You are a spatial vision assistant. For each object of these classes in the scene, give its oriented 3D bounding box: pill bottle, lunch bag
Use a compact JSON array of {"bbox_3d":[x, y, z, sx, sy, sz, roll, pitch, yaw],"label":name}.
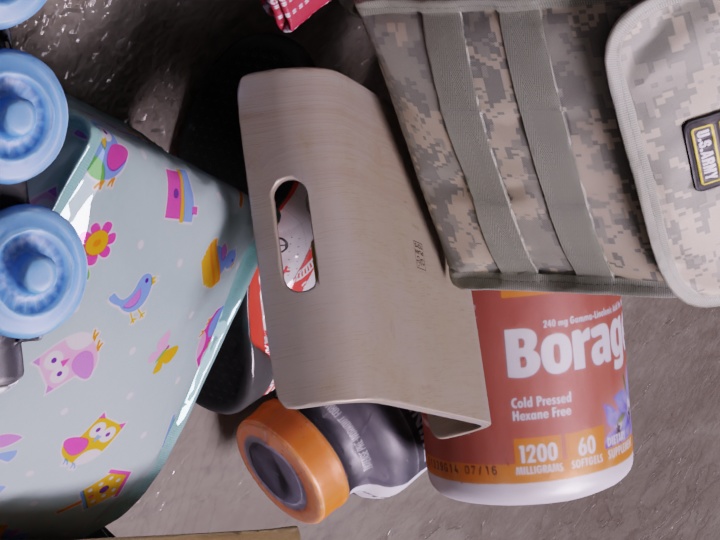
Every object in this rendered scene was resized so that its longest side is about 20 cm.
[{"bbox_3d":[0.022,0.059,1.135,0.200,0.106,0.106,-38,148,-27],"label":"pill bottle"},{"bbox_3d":[0.122,-0.077,0.859,0.118,0.199,0.165,-58,139,-41],"label":"lunch bag"},{"bbox_3d":[0.081,0.014,1.039,0.112,0.112,0.201,-16,103,-49],"label":"pill bottle"},{"bbox_3d":[-0.148,0.026,0.831,0.201,0.122,0.170,-62,152,3],"label":"lunch bag"}]

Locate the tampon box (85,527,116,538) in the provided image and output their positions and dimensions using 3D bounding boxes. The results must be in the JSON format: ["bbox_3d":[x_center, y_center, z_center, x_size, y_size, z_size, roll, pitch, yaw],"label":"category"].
[{"bbox_3d":[-0.180,0.253,1.018,0.150,0.126,0.201,-15,133,-49],"label":"tampon box"}]

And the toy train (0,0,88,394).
[{"bbox_3d":[-0.163,-0.050,0.672,0.114,0.087,0.201,-10,101,-33],"label":"toy train"}]

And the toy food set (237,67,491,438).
[{"bbox_3d":[0.000,0.000,0.905,0.200,0.060,0.144,19,61,-67],"label":"toy food set"}]

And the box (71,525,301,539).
[{"bbox_3d":[-0.149,0.139,0.881,0.199,0.021,0.163,3,164,-33],"label":"box"}]

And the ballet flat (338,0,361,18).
[{"bbox_3d":[0.007,-0.152,0.935,0.070,0.069,0.200,-57,151,5],"label":"ballet flat"}]

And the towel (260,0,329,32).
[{"bbox_3d":[-0.008,-0.209,0.785,0.145,0.022,0.200,-42,143,-19],"label":"towel"}]

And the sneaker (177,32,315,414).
[{"bbox_3d":[-0.040,-0.035,0.991,0.108,0.067,0.202,-36,141,-55],"label":"sneaker"}]
